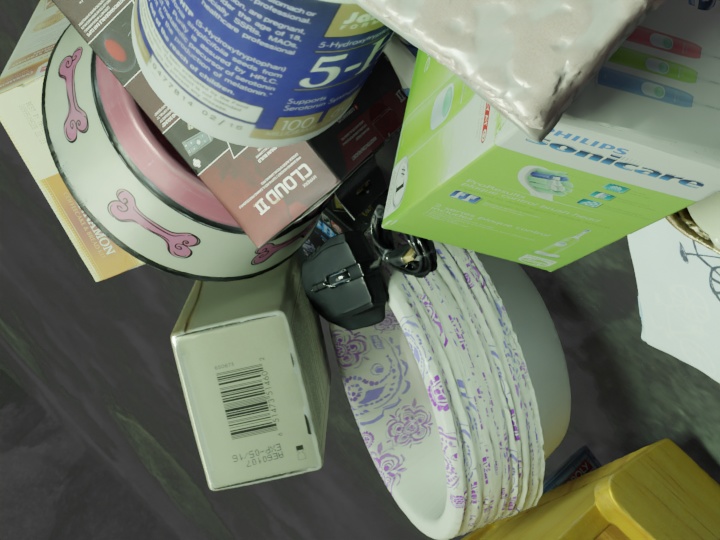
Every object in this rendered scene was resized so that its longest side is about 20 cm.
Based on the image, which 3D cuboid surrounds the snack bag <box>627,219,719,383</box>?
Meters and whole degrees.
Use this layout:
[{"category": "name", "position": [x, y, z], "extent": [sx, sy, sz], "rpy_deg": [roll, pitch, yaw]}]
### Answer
[{"category": "snack bag", "position": [0.203, 0.023, 0.875], "extent": [0.200, 0.021, 0.189], "rpy_deg": [35, 158, 38]}]

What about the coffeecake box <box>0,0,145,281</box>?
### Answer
[{"category": "coffeecake box", "position": [-0.179, -0.111, 1.235], "extent": [0.200, 0.073, 0.154], "rpy_deg": [-88, -26, -61]}]

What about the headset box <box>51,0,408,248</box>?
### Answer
[{"category": "headset box", "position": [-0.054, -0.117, 0.969], "extent": [0.075, 0.149, 0.200], "rpy_deg": [-37, 96, 34]}]

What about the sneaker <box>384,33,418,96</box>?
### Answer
[{"category": "sneaker", "position": [0.021, -0.154, 0.890], "extent": [0.200, 0.075, 0.088], "rpy_deg": [37, 141, 29]}]

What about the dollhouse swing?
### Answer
[{"category": "dollhouse swing", "position": [0.133, 0.225, 1.083], "extent": [0.182, 0.176, 0.200], "rpy_deg": [43, 142, -9]}]

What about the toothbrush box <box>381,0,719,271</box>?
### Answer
[{"category": "toothbrush box", "position": [0.085, -0.093, 0.681], "extent": [0.086, 0.146, 0.200], "rpy_deg": [14, 168, -12]}]

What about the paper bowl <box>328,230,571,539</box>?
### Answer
[{"category": "paper bowl", "position": [0.061, 0.062, 1.098], "extent": [0.201, 0.104, 0.201], "rpy_deg": [162, 90, -75]}]

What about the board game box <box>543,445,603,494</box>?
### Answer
[{"category": "board game box", "position": [0.166, 0.212, 1.285], "extent": [0.200, 0.062, 0.200], "rpy_deg": [57, 161, -21]}]

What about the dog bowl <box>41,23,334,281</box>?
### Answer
[{"category": "dog bowl", "position": [-0.089, -0.099, 1.054], "extent": [0.200, 0.200, 0.074], "rpy_deg": [50, 139, -4]}]

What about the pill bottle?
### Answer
[{"category": "pill bottle", "position": [-0.025, -0.153, 0.770], "extent": [0.120, 0.120, 0.200], "rpy_deg": [47, 149, 7]}]

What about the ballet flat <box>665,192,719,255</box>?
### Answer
[{"category": "ballet flat", "position": [0.199, -0.009, 0.725], "extent": [0.200, 0.065, 0.071], "rpy_deg": [27, 116, 46]}]

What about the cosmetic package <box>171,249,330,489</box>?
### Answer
[{"category": "cosmetic package", "position": [-0.066, 0.056, 1.110], "extent": [0.200, 0.073, 0.104], "rpy_deg": [-90, -12, -78]}]

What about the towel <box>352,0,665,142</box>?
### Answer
[{"category": "towel", "position": [0.050, -0.169, 0.578], "extent": [0.200, 0.191, 0.032], "rpy_deg": [41, -179, 21]}]

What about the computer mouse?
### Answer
[{"category": "computer mouse", "position": [0.000, 0.000, 0.988], "extent": [0.200, 0.034, 0.059], "rpy_deg": [144, 108, -72]}]

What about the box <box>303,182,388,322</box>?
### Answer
[{"category": "box", "position": [-0.035, -0.035, 1.271], "extent": [0.200, 0.050, 0.199], "rpy_deg": [39, 159, 30]}]
